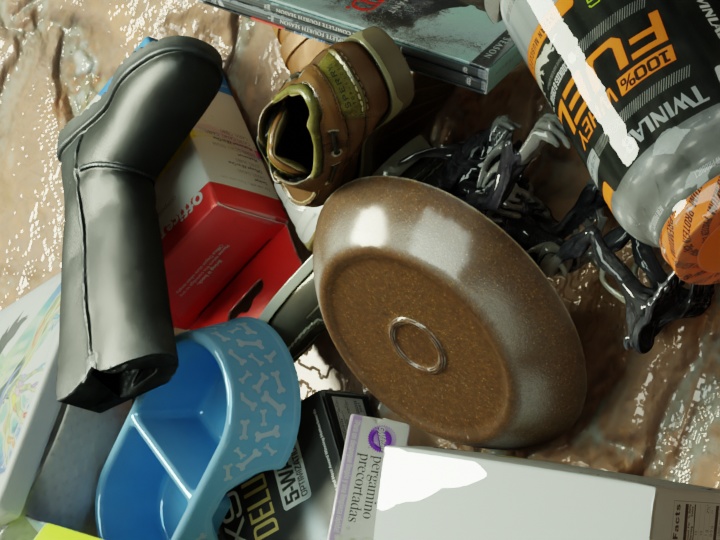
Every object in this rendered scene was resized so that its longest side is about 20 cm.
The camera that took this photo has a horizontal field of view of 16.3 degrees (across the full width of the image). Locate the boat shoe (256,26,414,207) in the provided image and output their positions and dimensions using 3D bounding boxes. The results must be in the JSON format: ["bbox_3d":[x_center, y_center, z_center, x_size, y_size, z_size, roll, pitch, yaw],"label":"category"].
[{"bbox_3d":[-0.031,-0.084,1.489,0.072,0.068,0.200,57,159,12],"label":"boat shoe"}]

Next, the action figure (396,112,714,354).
[{"bbox_3d":[0.118,-0.040,1.473,0.200,0.119,0.102,38,110,25],"label":"action figure"}]

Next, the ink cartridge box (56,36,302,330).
[{"bbox_3d":[-0.124,-0.045,1.705,0.116,0.067,0.200,-46,49,27],"label":"ink cartridge box"}]

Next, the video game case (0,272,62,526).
[{"bbox_3d":[-0.251,0.100,1.733,0.182,0.022,0.201,-28,37,51],"label":"video game case"}]

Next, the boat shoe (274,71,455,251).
[{"bbox_3d":[-0.002,-0.099,1.590,0.069,0.071,0.200,49,128,18],"label":"boat shoe"}]

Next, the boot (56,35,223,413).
[{"bbox_3d":[-0.140,-0.028,1.604,0.165,0.065,0.201,-40,42,45],"label":"boot"}]

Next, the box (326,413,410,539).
[{"bbox_3d":[-0.006,0.188,1.525,0.039,0.041,0.201,11,67,0],"label":"box"}]

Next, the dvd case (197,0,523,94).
[{"bbox_3d":[0.022,-0.173,1.526,0.199,0.146,0.022,21,129,23],"label":"dvd case"}]

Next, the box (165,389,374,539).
[{"bbox_3d":[-0.037,0.199,1.620,0.158,0.050,0.201,-31,65,36],"label":"box"}]

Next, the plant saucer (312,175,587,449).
[{"bbox_3d":[0.043,0.036,1.500,0.200,0.037,0.201,27,141,24],"label":"plant saucer"}]

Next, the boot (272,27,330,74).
[{"bbox_3d":[-0.046,-0.180,1.669,0.199,0.077,0.156,-20,69,27],"label":"boot"}]

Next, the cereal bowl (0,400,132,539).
[{"bbox_3d":[-0.218,0.146,1.745,0.200,0.083,0.200,-45,27,31],"label":"cereal bowl"}]

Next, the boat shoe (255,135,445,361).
[{"bbox_3d":[-0.001,0.001,1.602,0.060,0.072,0.202,43,125,5],"label":"boat shoe"}]

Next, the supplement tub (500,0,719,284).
[{"bbox_3d":[0.169,-0.099,1.380,0.123,0.122,0.200,-45,58,28],"label":"supplement tub"}]

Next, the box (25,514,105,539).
[{"bbox_3d":[-0.132,0.225,1.592,0.200,0.122,0.048,10,53,43],"label":"box"}]

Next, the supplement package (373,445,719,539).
[{"bbox_3d":[0.112,0.190,1.449,0.200,0.111,0.156,5,88,41],"label":"supplement package"}]

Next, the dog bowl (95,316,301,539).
[{"bbox_3d":[-0.110,0.121,1.622,0.112,0.049,0.200,49,124,38],"label":"dog bowl"}]
